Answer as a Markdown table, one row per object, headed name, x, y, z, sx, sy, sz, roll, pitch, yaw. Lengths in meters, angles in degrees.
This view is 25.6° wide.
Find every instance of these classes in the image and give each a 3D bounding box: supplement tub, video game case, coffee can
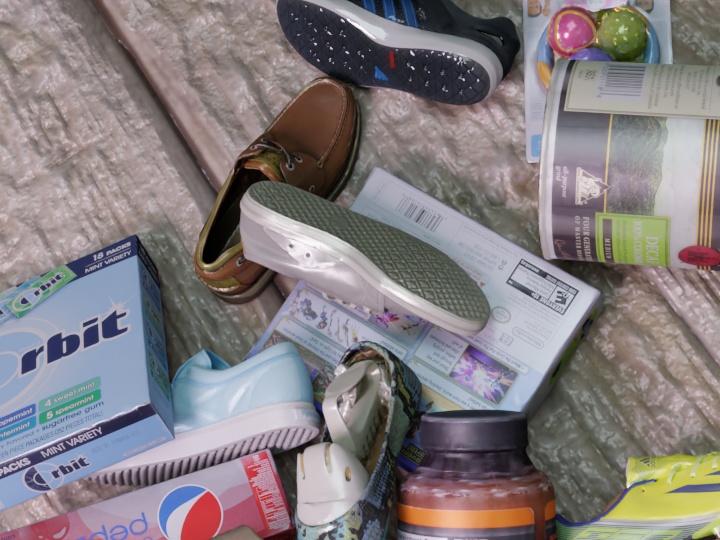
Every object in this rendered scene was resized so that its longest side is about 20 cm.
| name | x | y | z | sx | sy | sz | roll | pitch | yaw |
| --- | --- | --- | --- | --- | --- | --- | --- | --- | --- |
| supplement tub | 0.077 | 0.194 | 1.042 | 0.107 | 0.107 | 0.200 | -1 | 89 | 12 |
| video game case | 0.046 | 0.048 | 1.163 | 0.200 | 0.045 | 0.181 | 31 | 79 | 20 |
| coffee can | 0.234 | -0.072 | 1.113 | 0.200 | 0.146 | 0.147 | 5 | 71 | 14 |

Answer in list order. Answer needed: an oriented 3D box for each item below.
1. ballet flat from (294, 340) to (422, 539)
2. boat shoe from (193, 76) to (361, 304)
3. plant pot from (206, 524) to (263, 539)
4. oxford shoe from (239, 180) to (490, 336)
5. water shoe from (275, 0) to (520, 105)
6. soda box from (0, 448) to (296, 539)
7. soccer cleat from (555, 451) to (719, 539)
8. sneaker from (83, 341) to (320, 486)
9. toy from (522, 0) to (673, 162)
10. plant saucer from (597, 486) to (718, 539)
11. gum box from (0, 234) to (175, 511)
| name | x | y | z | sx | sy | sz | roll | pitch | yaw |
| --- | --- | --- | --- | --- | --- | --- | --- | --- | --- |
| ballet flat | -0.011 | 0.122 | 1.043 | 0.074 | 0.074 | 0.200 | 1 | 38 | 13 |
| boat shoe | -0.061 | -0.069 | 1.217 | 0.072 | 0.068 | 0.200 | 21 | 75 | 20 |
| plant pot | -0.086 | 0.289 | 1.034 | 0.177 | 0.200 | 0.200 | -41 | 67 | -18 |
| oxford shoe | 0.000 | 0.000 | 1.140 | 0.200 | 0.075 | 0.058 | 25 | 119 | 12 |
| water shoe | 0.029 | -0.186 | 1.254 | 0.200 | 0.072 | 0.079 | 23 | 49 | 20 |
| soda box | -0.148 | 0.192 | 1.109 | 0.200 | 0.070 | 0.063 | -16 | 67 | -14 |
| soccer cleat | 0.218 | 0.146 | 1.047 | 0.200 | 0.065 | 0.084 | -29 | 64 | 1 |
| sneaker | -0.120 | 0.104 | 1.154 | 0.200 | 0.074 | 0.082 | -16 | 65 | 20 |
| toy | 0.180 | -0.187 | 1.220 | 0.115 | 0.047 | 0.200 | -4 | 69 | 13 |
| plant saucer | 0.242 | 0.222 | 1.065 | 0.200 | 0.032 | 0.201 | -4 | 69 | 11 |
| gum box | -0.226 | 0.076 | 1.162 | 0.170 | 0.045 | 0.200 | -23 | 38 | 5 |
